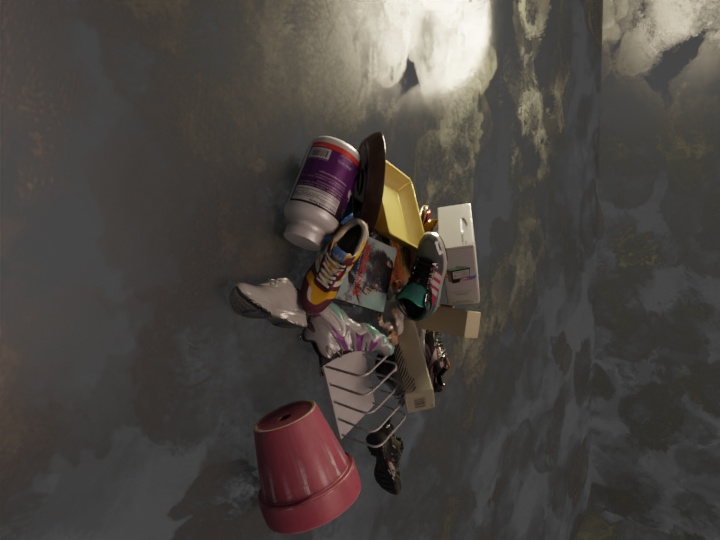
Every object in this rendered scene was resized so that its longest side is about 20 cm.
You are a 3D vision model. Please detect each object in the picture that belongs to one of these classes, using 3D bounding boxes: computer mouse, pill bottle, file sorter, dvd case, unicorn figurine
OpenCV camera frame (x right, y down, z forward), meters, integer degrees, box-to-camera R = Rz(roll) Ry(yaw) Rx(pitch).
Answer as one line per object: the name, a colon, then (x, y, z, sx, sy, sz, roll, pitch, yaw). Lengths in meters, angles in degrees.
computer mouse: (0.105, 0.259, 1.417, 0.200, 0.052, 0.140, 45, 62, -46)
pill bottle: (-0.077, -0.145, 1.062, 0.112, 0.111, 0.203, 37, 68, -49)
file sorter: (0.014, 0.270, 1.243, 0.138, 0.123, 0.203, -35, 123, -43)
dvd case: (0.000, 0.000, 1.158, 0.199, 0.022, 0.149, 21, 80, -48)
unicorn figurine: (0.089, 0.081, 1.298, 0.203, 0.073, 0.138, -66, 148, -18)

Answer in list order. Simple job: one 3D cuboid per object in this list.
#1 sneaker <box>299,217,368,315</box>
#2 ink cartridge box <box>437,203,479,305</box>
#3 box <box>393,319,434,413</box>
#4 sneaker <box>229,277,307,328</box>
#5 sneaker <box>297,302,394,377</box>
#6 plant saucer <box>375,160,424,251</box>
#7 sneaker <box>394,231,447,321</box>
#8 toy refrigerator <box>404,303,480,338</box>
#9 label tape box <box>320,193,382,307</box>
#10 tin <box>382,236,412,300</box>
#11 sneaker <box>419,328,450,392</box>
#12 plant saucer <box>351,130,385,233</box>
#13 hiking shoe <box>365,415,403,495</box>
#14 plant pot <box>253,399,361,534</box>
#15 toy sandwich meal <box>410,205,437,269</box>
sneaker: (-0.053, -0.011, 1.031, 0.202, 0.074, 0.090, -60, 178, -6)
ink cartridge box: (0.238, -0.037, 1.342, 0.202, 0.082, 0.147, 72, 17, -46)
box: (0.117, 0.219, 1.291, 0.202, 0.067, 0.083, -102, 180, -45)
sneaker: (-0.168, 0.050, 1.026, 0.199, 0.073, 0.089, 30, 60, -57)
sneaker: (-0.038, 0.164, 1.154, 0.198, 0.078, 0.141, 31, 77, -5)
plant saucer: (0.074, -0.142, 1.253, 0.199, 0.048, 0.204, 21, 53, -56)
sneaker: (0.127, 0.025, 1.203, 0.120, 0.082, 0.204, -35, 133, -52)
toy refrigerator: (0.194, 0.116, 1.388, 0.075, 0.197, 0.071, 10, 88, -51)
label tape box: (-0.016, -0.045, 1.198, 0.143, 0.065, 0.203, -37, 126, -43)
tin: (0.087, -0.025, 1.359, 0.111, 0.041, 0.204, -1, 97, -48)
sneaker: (0.211, 0.238, 1.525, 0.080, 0.085, 0.204, -1, 96, -54)
plant saucer: (0.012, -0.178, 1.115, 0.034, 0.200, 0.205, 3, 95, -12)
hiking shoe: (0.082, 0.473, 1.405, 0.100, 0.075, 0.203, -34, 121, -40)
plant pot: (-0.116, 0.357, 1.051, 0.199, 0.198, 0.182, -26, 100, -47)
toy sandwich meal: (0.175, -0.061, 1.397, 0.205, 0.069, 0.210, 4, 90, -73)
